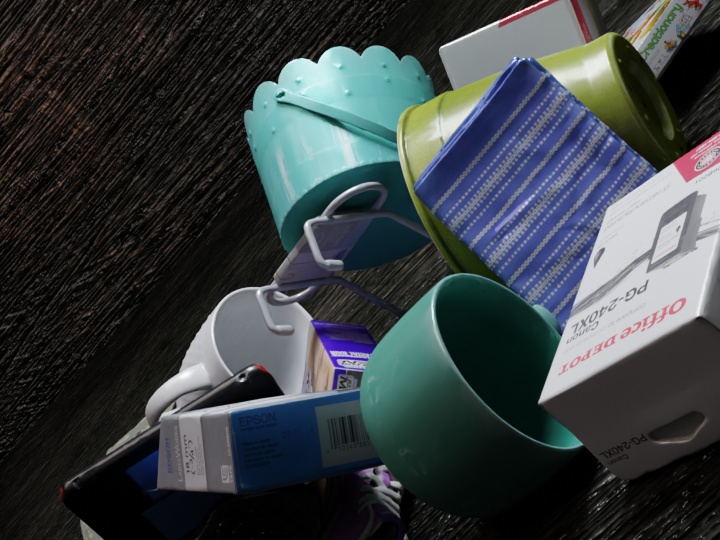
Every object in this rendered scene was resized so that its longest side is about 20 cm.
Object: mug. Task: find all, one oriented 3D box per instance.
[{"bbox_3d":[0.085,0.098,0.999,0.114,0.184,0.153,-46,53,30],"label":"mug"},{"bbox_3d":[-0.159,0.134,1.621,0.198,0.149,0.176,-16,-24,-40],"label":"mug"}]

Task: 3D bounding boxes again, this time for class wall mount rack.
[{"bbox_3d":[0.000,0.000,1.330,0.172,0.075,0.200,-8,-29,-35],"label":"wall mount rack"}]

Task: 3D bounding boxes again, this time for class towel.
[{"bbox_3d":[0.149,-0.053,1.085,0.145,0.200,0.024,-49,-19,11],"label":"towel"}]

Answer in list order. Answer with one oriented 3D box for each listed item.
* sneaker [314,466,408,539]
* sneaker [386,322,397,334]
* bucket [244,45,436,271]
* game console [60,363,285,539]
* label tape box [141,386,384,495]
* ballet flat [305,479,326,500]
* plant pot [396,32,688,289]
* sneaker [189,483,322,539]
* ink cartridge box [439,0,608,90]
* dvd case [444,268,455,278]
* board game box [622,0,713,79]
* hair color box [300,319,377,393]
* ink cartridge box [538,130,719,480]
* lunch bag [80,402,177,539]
[{"bbox_3d":[0.017,0.185,1.132,0.114,0.072,0.203,-29,36,57],"label":"sneaker"},{"bbox_3d":[0.069,0.085,1.274,0.200,0.070,0.076,152,138,-71],"label":"sneaker"},{"bbox_3d":[-0.005,-0.104,1.364,0.207,0.205,0.136,-41,51,35],"label":"bucket"},{"bbox_3d":[-0.141,0.171,1.206,0.199,0.031,0.177,-32,-29,-4],"label":"game console"},{"bbox_3d":[-0.080,0.135,1.116,0.143,0.064,0.199,-7,-4,-31],"label":"label tape box"},{"bbox_3d":[-0.050,0.249,1.209,0.200,0.068,0.073,-48,33,14],"label":"ballet flat"},{"bbox_3d":[0.164,-0.098,1.184,0.192,0.201,0.201,-30,21,26],"label":"plant pot"},{"bbox_3d":[-0.088,0.198,1.169,0.200,0.075,0.088,-38,18,48],"label":"sneaker"},{"bbox_3d":[0.181,-0.230,1.477,0.144,0.084,0.200,-23,5,20],"label":"ink cartridge box"},{"bbox_3d":[0.125,-0.027,1.392,0.201,0.022,0.146,-56,3,-24],"label":"dvd case"},{"bbox_3d":[0.270,-0.209,1.345,0.127,0.034,0.200,-54,1,-14],"label":"board game box"},{"bbox_3d":[-0.016,0.122,1.326,0.200,0.064,0.111,-135,52,-76],"label":"hair color box"},{"bbox_3d":[0.211,0.016,0.900,0.145,0.083,0.201,-37,18,45],"label":"ink cartridge box"},{"bbox_3d":[-0.254,0.271,1.707,0.164,0.117,0.201,-41,22,33],"label":"lunch bag"}]
